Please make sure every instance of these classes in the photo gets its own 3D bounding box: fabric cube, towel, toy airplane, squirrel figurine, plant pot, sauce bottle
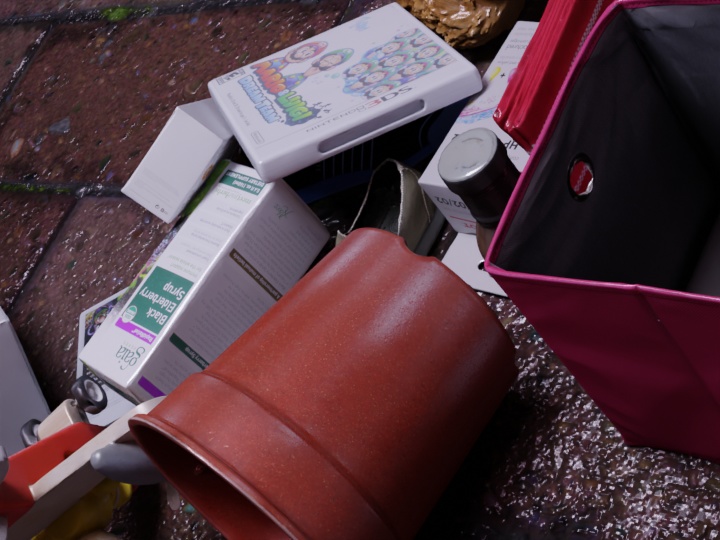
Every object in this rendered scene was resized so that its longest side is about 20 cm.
[{"bbox_3d":[0.223,-0.016,0.743,0.199,0.199,0.197,8,62,42],"label":"fabric cube"},{"bbox_3d":[0.168,-0.089,0.851,0.022,0.200,0.146,-1,55,48],"label":"towel"},{"bbox_3d":[-0.216,0.169,0.940,0.198,0.142,0.200,-36,-3,-26],"label":"toy airplane"},{"bbox_3d":[0.065,-0.293,1.121,0.186,0.202,0.141,31,33,21],"label":"squirrel figurine"},{"bbox_3d":[-0.010,0.092,0.862,0.200,0.201,0.196,21,62,47],"label":"plant pot"},{"bbox_3d":[0.113,-0.010,0.827,0.064,0.200,0.065,-22,42,21],"label":"sauce bottle"}]

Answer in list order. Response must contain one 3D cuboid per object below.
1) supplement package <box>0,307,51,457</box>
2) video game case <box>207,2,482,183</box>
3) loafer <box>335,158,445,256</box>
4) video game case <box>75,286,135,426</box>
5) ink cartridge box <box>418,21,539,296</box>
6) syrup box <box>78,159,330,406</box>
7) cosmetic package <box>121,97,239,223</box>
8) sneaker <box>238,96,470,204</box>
[{"bbox_3d":[-0.389,0.094,1.147,0.190,0.148,0.200,-26,36,-17],"label":"supplement package"},{"bbox_3d":[-0.020,-0.148,1.070,0.181,0.024,0.200,-24,30,-6],"label":"video game case"},{"bbox_3d":[0.000,0.000,1.011,0.075,0.070,0.201,0,56,39],"label":"loafer"},{"bbox_3d":[-0.157,0.065,1.122,0.199,0.023,0.183,-28,43,19],"label":"video game case"},{"bbox_3d":[0.125,-0.084,0.982,0.114,0.068,0.201,13,65,45],"label":"ink cartridge box"},{"bbox_3d":[-0.121,0.020,1.050,0.078,0.081,0.201,20,69,48],"label":"syrup box"},{"bbox_3d":[-0.142,-0.097,1.138,0.083,0.050,0.200,-56,3,10],"label":"cosmetic package"},{"bbox_3d":[-0.009,-0.119,1.114,0.199,0.078,0.071,-24,44,22],"label":"sneaker"}]
